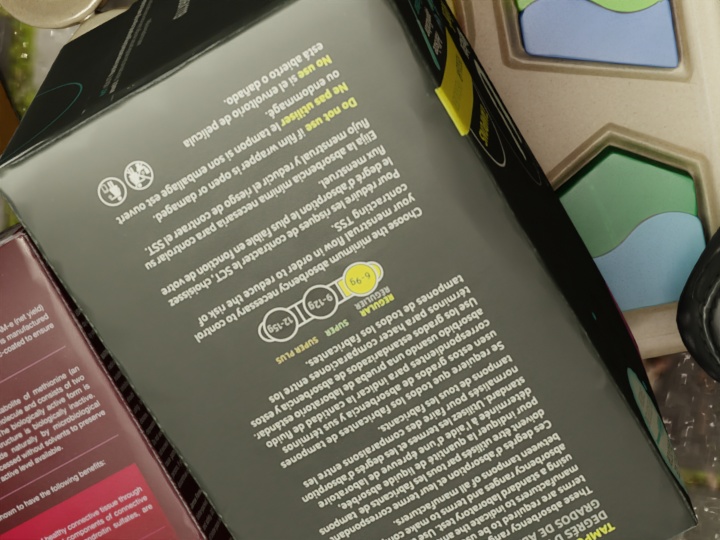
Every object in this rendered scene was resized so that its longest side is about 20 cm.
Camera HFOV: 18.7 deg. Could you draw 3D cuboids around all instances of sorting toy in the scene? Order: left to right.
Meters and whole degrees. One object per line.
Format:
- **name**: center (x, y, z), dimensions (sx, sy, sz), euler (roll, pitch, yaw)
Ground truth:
- **sorting toy**: center (0.051, -0.049, 0.776), dimensions (0.198, 0.036, 0.187), euler (-10, 102, 8)

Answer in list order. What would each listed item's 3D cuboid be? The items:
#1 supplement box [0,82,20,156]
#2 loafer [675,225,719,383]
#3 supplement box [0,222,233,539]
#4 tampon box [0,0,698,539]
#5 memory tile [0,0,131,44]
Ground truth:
- **supplement box**: center (-0.172, -0.042, 0.716), dimensions (0.068, 0.200, 0.067), euler (-19, 101, 13)
- **loafer**: center (0.195, -0.028, 0.735), dimensions (0.200, 0.070, 0.068), euler (-35, 102, 2)
- **supplement box**: center (-0.111, 0.089, 0.811), dimensions (0.108, 0.061, 0.201), euler (-27, 100, 12)
- **tampon box**: center (0.000, 0.000, 0.689), dimensions (0.126, 0.150, 0.201), euler (-29, 108, 10)
- **memory tile**: center (-0.047, -0.151, 0.755), dimensions (0.199, 0.017, 0.154), euler (-34, 83, 11)
